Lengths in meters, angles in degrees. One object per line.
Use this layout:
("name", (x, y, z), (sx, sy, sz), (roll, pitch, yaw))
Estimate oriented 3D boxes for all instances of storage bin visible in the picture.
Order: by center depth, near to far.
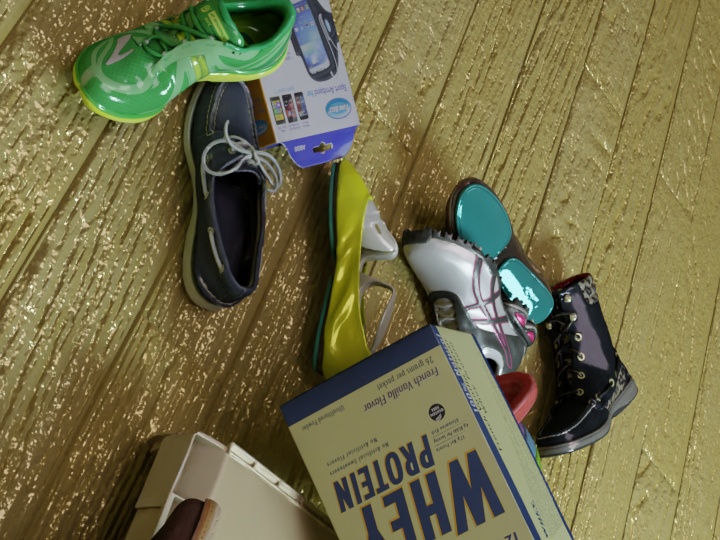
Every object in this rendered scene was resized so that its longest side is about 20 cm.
("storage bin", (-0.108, 0.251, 0.865), (0.198, 0.093, 0.202), (43, 52, -33))

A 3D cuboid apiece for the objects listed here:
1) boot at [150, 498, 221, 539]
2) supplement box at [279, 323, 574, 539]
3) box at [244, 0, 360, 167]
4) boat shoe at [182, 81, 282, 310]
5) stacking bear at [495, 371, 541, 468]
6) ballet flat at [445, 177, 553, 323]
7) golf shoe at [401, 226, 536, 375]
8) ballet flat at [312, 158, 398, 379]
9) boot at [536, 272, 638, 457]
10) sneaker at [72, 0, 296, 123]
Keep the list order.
("boot", (-0.195, 0.189, 0.730), (0.165, 0.073, 0.201), (32, 64, 4))
("supplement box", (0.060, 0.165, 0.951), (0.202, 0.133, 0.200), (64, 11, 11))
("box", (-0.067, -0.191, 1.058), (0.118, 0.041, 0.203), (-19, 98, -49))
("boat shoe", (-0.105, -0.071, 0.967), (0.074, 0.061, 0.203), (21, 65, -38))
("stacking bear", (0.129, 0.204, 1.140), (0.114, 0.120, 0.202), (-45, 123, -31))
("ballet flat", (0.130, -0.024, 1.221), (0.068, 0.072, 0.200), (-44, 125, -4))
("golf shoe", (0.103, 0.038, 1.172), (0.200, 0.077, 0.089), (46, 57, -31))
("ballet flat", (0.000, 0.000, 1.060), (0.067, 0.066, 0.204), (64, 30, -71))
("boot", (0.224, 0.101, 1.298), (0.203, 0.073, 0.156), (-28, 100, -52))
("sneaker", (-0.133, -0.176, 0.923), (0.198, 0.084, 0.075), (-27, 78, -35))
